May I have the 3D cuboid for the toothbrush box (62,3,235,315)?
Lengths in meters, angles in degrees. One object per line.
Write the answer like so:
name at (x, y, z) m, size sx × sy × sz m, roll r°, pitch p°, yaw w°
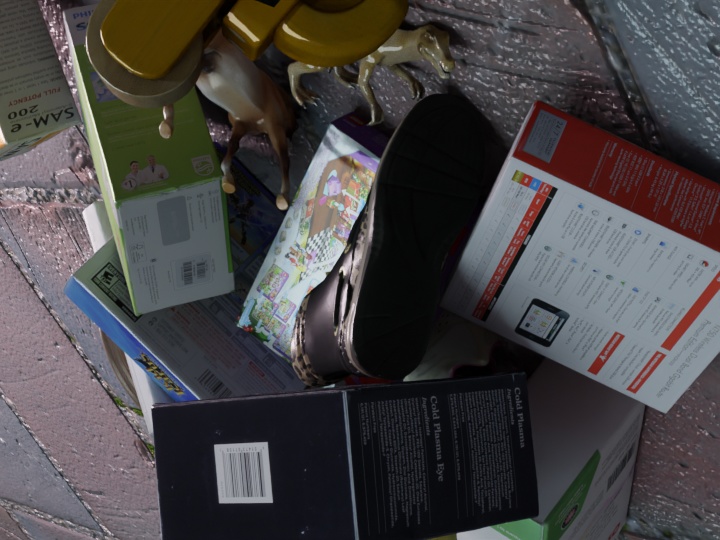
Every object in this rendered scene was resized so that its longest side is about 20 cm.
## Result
toothbrush box at (-0.164, -0.092, 1.223) m, size 0.146 × 0.086 × 0.201 m, roll 91°, pitch 161°, yaw -53°

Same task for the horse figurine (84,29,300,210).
horse figurine at (-0.103, -0.129, 1.123) m, size 0.050 × 0.133 × 0.200 m, roll -26°, pitch 131°, yaw 30°

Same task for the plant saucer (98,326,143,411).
plant saucer at (-0.154, 0.050, 1.405) m, size 0.029 × 0.200 × 0.200 m, roll -23°, pitch 113°, yaw 32°

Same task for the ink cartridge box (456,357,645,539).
ink cartridge box at (0.146, 0.178, 1.230) m, size 0.084 × 0.145 × 0.200 m, roll 29°, pitch 149°, yaw 24°

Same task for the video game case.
video game case at (-0.113, 0.022, 1.309) m, size 0.200 × 0.181 × 0.045 m, roll 45°, pitch 150°, yaw -2°

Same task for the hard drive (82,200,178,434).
hard drive at (-0.154, 0.036, 1.349) m, size 0.026 × 0.132 × 0.201 m, roll -31°, pitch 72°, yaw 38°

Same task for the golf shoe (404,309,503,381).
golf shoe at (0.059, 0.085, 1.294) m, size 0.091 × 0.075 × 0.200 m, roll 33°, pitch 151°, yaw 10°

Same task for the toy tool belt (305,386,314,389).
toy tool belt at (-0.039, 0.137, 1.412) m, size 0.200 × 0.123 × 0.125 m, roll 53°, pitch 164°, yaw -18°

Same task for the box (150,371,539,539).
box at (-0.011, 0.132, 1.088) m, size 0.199 × 0.182 × 0.105 m, roll -9°, pitch 85°, yaw 45°

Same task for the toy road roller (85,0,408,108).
toy road roller at (-0.061, -0.163, 0.981) m, size 0.146 × 0.200 × 0.123 m, roll 40°, pitch 178°, yaw -4°

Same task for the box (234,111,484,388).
box at (0.000, 0.000, 1.196) m, size 0.137 × 0.039 × 0.200 m, roll 36°, pitch 123°, yaw 13°

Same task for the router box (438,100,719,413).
router box at (0.159, -0.002, 1.029) m, size 0.179 × 0.049 × 0.200 m, roll 25°, pitch 149°, yaw 2°

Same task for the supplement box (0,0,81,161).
supplement box at (-0.320, -0.195, 1.322) m, size 0.126 × 0.073 × 0.201 m, roll -16°, pitch 95°, yaw 57°

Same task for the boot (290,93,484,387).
boot at (0.012, -0.015, 1.103) m, size 0.073 × 0.204 × 0.154 m, roll 21°, pitch 163°, yaw -16°

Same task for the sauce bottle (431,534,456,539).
sauce bottle at (0.065, 0.216, 1.318) m, size 0.066 × 0.066 × 0.200 m, roll 17°, pitch 167°, yaw 39°

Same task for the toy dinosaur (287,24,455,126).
toy dinosaur at (-0.017, -0.165, 1.089) m, size 0.199 × 0.058 × 0.101 m, roll 24°, pitch 132°, yaw 18°
